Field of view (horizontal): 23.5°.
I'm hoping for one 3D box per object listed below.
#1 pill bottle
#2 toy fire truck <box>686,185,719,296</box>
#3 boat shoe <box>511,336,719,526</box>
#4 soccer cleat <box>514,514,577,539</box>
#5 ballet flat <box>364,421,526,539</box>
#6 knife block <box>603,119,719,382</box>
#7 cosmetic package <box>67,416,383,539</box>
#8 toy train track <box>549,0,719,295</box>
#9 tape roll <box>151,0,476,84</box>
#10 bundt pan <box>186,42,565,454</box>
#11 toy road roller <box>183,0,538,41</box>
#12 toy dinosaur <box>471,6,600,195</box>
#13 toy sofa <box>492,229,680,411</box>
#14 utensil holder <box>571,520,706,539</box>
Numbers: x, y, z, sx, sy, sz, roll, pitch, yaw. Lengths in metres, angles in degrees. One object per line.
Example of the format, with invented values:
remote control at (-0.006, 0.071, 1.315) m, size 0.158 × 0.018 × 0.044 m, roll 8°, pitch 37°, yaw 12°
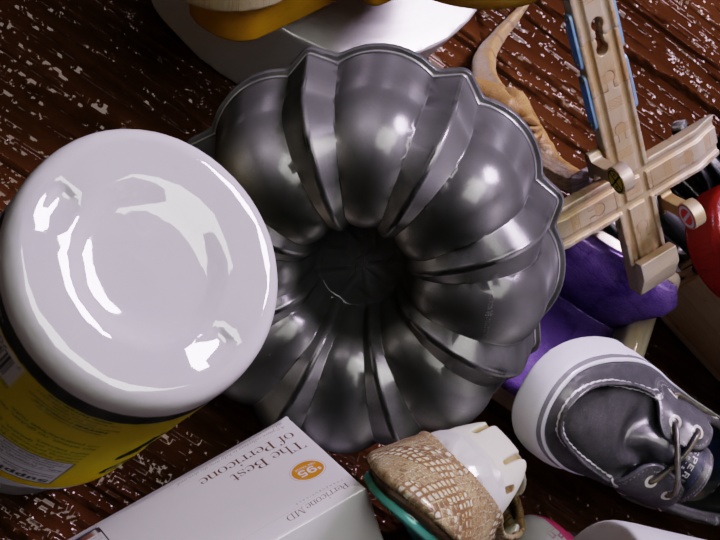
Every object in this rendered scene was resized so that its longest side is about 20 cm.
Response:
pill bottle at (-0.122, 0.028, 0.740) m, size 0.113 × 0.200 × 0.116 m, roll 9°, pitch 68°, yaw -24°
toy fire truck at (0.278, 0.000, 0.923) m, size 0.199 × 0.112 × 0.169 m, roll -34°, pitch 93°, yaw -42°
boat shoe at (0.152, 0.092, 0.874) m, size 0.199 × 0.066 × 0.070 m, roll 32°, pitch 90°, yaw -48°
soccer cleat at (0.103, 0.225, 0.867) m, size 0.086 × 0.070 × 0.202 m, roll -16°, pitch 81°, yaw -32°
ballet flat at (0.046, 0.102, 0.812) m, size 0.065 × 0.200 × 0.071 m, roll -44°, pitch 77°, yaw -5°
knife block at (0.213, 0.018, 1.004) m, size 0.174 × 0.064 × 0.203 m, roll 3°, pitch 71°, yaw -26°
cosmetic package at (-0.092, 0.143, 0.751) m, size 0.199 × 0.082 × 0.051 m, roll -29°, pitch 122°, yaw -18°
toy train track at (0.129, -0.073, 0.836) m, size 0.114 × 0.032 × 0.202 m, roll -29°, pitch 122°, yaw -17°
tape roll at (-0.025, -0.196, 0.949) m, size 0.200 × 0.071 × 0.205 m, roll 9°, pitch 68°, yaw -24°
bundt pan at (0.000, 0.000, 0.817) m, size 0.201 × 0.202 × 0.076 m, roll 39°, pitch 18°, yaw -10°
toy road roller at (0.014, -0.179, 0.817) m, size 0.199 × 0.124 × 0.146 m, roll -29°, pitch 48°, yaw -30°
toy dinosaur at (0.075, -0.087, 0.960) m, size 0.105 × 0.061 × 0.201 m, roll 7°, pitch 36°, yaw -27°
toy sofa at (0.064, 0.005, 0.909) m, size 0.199 × 0.097 × 0.083 m, roll 33°, pitch 60°, yaw -15°
utensil holder at (0.183, 0.214, 0.781) m, size 0.198 × 0.170 × 0.172 m, roll 15°, pitch 65°, yaw -14°
